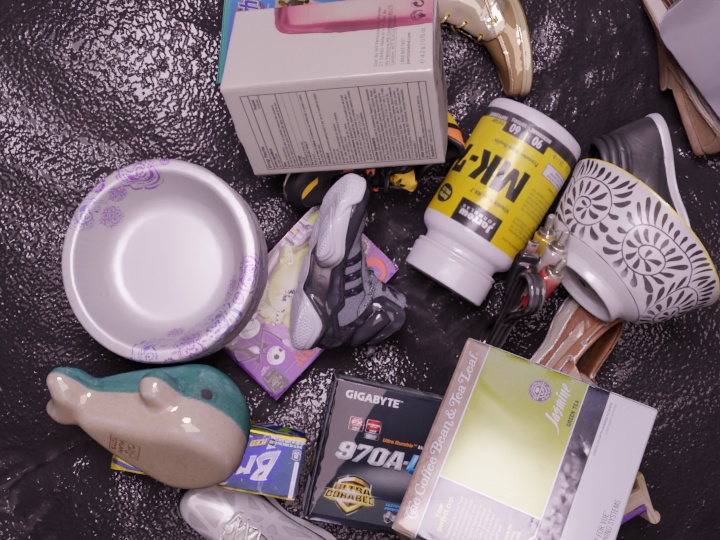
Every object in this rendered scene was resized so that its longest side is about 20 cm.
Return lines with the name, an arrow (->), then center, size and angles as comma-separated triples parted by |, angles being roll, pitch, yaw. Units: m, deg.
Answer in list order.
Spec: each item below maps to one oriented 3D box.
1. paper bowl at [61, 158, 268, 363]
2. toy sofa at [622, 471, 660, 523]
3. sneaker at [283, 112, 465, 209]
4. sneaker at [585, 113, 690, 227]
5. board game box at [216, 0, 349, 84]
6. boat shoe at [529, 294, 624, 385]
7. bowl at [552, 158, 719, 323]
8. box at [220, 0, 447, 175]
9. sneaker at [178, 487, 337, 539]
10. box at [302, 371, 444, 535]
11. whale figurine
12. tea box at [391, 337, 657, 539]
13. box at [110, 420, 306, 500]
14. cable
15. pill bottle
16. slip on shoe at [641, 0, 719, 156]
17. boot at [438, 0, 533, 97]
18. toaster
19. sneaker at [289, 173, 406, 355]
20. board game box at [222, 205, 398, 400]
paper bowl -> -0.194, -0.006, 0.909 | 0.198, 0.104, 0.203 | 0, 86, 4
toy sofa -> 0.228, 0.296, 0.982 | 0.198, 0.083, 0.098 | -25, 105, -15
sneaker -> 0.016, -0.111, 0.924 | 0.199, 0.070, 0.090 | -30, 56, -7
sneaker -> 0.307, -0.068, 0.996 | 0.098, 0.071, 0.202 | -12, 90, -4
board game box -> -0.042, -0.241, 0.903 | 0.198, 0.153, 0.045 | 10, 54, -8
boat shoe -> 0.226, 0.122, 0.983 | 0.075, 0.072, 0.202 | 24, 92, -48
bowl -> 0.264, -0.009, 0.924 | 0.094, 0.201, 0.201 | -42, 98, -5
box -> -0.019, -0.177, 0.855 | 0.198, 0.128, 0.110 | -2, 56, 10
sneaker -> -0.104, 0.291, 0.947 | 0.199, 0.115, 0.076 | 27, 91, -8
box -> 0.046, 0.213, 0.994 | 0.198, 0.046, 0.161 | 14, 93, -8
whale figurine -> -0.203, 0.133, 0.865 | 0.198, 0.160, 0.104 | 18, 49, -3
tea box -> 0.158, 0.206, 0.873 | 0.195, 0.134, 0.201 | 21, 72, 14
box -> -0.161, 0.192, 0.958 | 0.198, 0.064, 0.071 | 12, 89, -7
cable -> 0.171, 0.042, 0.929 | 0.050, 0.098, 0.201 | 9, 133, -5
pill bottle -> 0.139, -0.071, 0.950 | 0.114, 0.114, 0.201 | 31, 90, -8
slip on shoe -> 0.360, -0.224, 0.993 | 0.060, 0.076, 0.201 | -31, 89, 39
boot -> 0.093, -0.267, 0.951 | 0.154, 0.073, 0.202 | -18, 94, -5
toaster -> 0.428, -0.259, 0.932 | 0.200, 0.118, 0.181 | 49, 52, -8
sneaker -> 0.000, 0.000, 0.922 | 0.113, 0.076, 0.202 | 12, 115, -15
board game box -> -0.068, 0.029, 0.978 | 0.120, 0.032, 0.200 | 43, 88, -12
